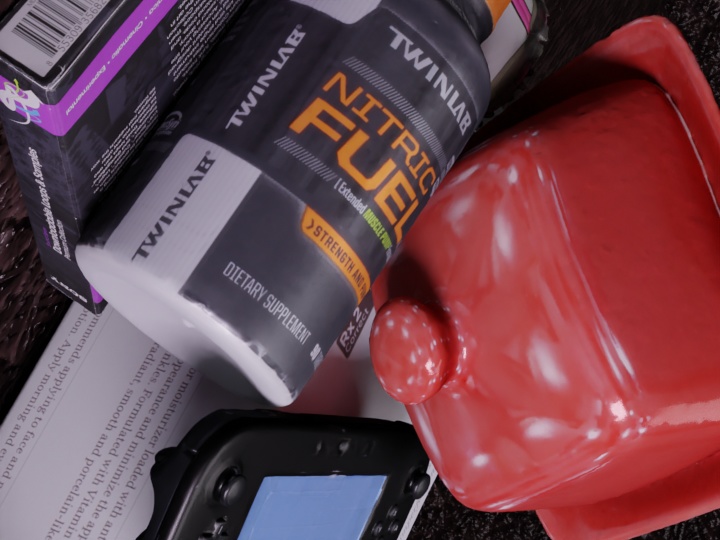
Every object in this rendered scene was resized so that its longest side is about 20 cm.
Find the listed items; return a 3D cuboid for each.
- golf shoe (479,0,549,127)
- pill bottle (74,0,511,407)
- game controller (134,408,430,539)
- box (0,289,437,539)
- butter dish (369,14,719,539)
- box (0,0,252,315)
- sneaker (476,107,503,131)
[{"bbox_3d":[0.038,-0.146,0.764,0.072,0.092,0.202,-37,-147,35],"label":"golf shoe"},{"bbox_3d":[-0.017,-0.056,0.645,0.201,0.106,0.106,-56,171,-15],"label":"pill bottle"},{"bbox_3d":[-0.031,0.110,0.668,0.199,0.042,0.106,13,93,-62],"label":"game controller"},{"bbox_3d":[-0.070,0.108,0.783,0.200,0.129,0.201,-62,151,-20],"label":"box"},{"bbox_3d":[0.068,0.022,0.682,0.147,0.202,0.199,-11,166,-37],"label":"butter dish"},{"bbox_3d":[-0.084,-0.080,0.649,0.144,0.036,0.201,-54,169,-22],"label":"box"},{"bbox_3d":[0.070,-0.102,1.272,0.200,0.075,0.116,-51,165,-37],"label":"sneaker"}]
